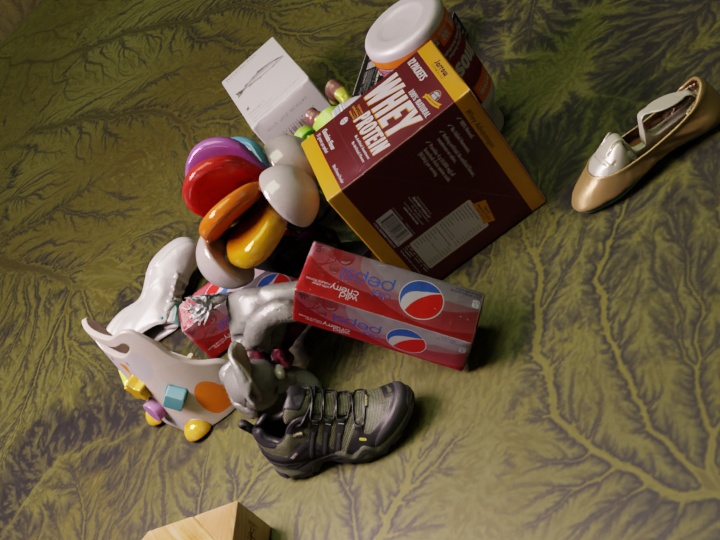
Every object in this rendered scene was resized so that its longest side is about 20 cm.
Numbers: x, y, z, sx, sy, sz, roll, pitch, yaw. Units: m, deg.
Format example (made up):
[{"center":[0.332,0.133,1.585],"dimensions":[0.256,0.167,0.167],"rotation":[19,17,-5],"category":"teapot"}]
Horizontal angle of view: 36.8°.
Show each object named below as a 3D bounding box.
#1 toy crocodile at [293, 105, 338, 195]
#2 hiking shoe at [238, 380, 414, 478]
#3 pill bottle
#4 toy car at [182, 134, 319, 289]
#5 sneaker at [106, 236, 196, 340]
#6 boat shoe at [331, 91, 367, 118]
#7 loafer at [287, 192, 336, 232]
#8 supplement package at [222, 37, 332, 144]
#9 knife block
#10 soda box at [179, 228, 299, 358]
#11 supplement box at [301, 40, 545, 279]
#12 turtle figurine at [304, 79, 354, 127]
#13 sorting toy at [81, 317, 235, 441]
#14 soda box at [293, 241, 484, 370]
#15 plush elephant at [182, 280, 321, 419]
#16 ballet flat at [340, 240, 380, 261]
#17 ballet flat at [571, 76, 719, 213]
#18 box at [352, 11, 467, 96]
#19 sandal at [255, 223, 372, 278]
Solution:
[{"center":[-0.059,-0.131,1.482],"dimensions":[0.067,0.061,0.202],"rotation":[35,124,33],"category":"toy crocodile"},{"center":[-0.037,0.165,1.192],"dimensions":[0.199,0.101,0.076],"rotation":[-27,39,22],"category":"hiking shoe"},{"center":[0.102,-0.246,1.388],"dimensions":[0.112,0.200,0.114],"rotation":[-25,39,23],"category":"pill bottle"},{"center":[-0.147,-0.092,1.309],"dimensions":[0.175,0.150,0.201],"rotation":[-43,22,21],"category":"toy car"},{"center":[-0.287,0.047,1.596],"dimensions":[0.088,0.075,0.201],"rotation":[25,78,39],"category":"sneaker"},{"center":[0.038,-0.165,1.381],"dimensions":[0.071,0.201,0.071],"rotation":[-29,60,15],"category":"boat shoe"},{"center":[-0.122,-0.095,1.451],"dimensions":[0.199,0.063,0.072],"rotation":[5,51,37],"category":"loafer"},{"center":[-0.119,-0.258,1.688],"dimensions":[0.117,0.117,0.200],"rotation":[-41,35,4],"category":"supplement package"},{"center":[-0.160,0.348,1.158],"dimensions":[0.199,0.064,0.177],"rotation":[-23,40,26],"category":"knife block"},{"center":[-0.149,0.028,1.467],"dimensions":[0.199,0.070,0.064],"rotation":[-36,37,8],"category":"soda box"},{"center":[0.075,-0.118,1.285],"dimensions":[0.199,0.197,0.133],"rotation":[-37,38,9],"category":"supplement box"},{"center":[-0.008,-0.192,1.501],"dimensions":[0.161,0.064,0.201],"rotation":[33,101,36],"category":"turtle figurine"},{"center":[-0.272,0.121,1.397],"dimensions":[0.199,0.180,0.107],"rotation":[8,59,48],"category":"sorting toy"},{"center":[0.030,0.040,1.182],"dimensions":[0.198,0.064,0.070],"rotation":[17,57,5],"category":"soda box"},{"center":[-0.108,0.098,1.300],"dimensions":[0.198,0.157,0.165],"rotation":[-6,-6,-9],"category":"plush elephant"},{"center":[0.000,0.000,1.352],"dimensions":[0.071,0.071,0.199],"rotation":[-51,33,-11],"category":"ballet flat"},{"center":[0.308,-0.144,1.203],"dimensions":[0.199,0.063,0.069],"rotation":[-37,35,10],"category":"ballet flat"},{"center":[0.066,-0.276,1.586],"dimensions":[0.159,0.049,0.201],"rotation":[-13,45,32],"category":"box"},{"center":[-0.074,-0.027,1.346],"dimensions":[0.199,0.048,0.075],"rotation":[4,37,40],"category":"sandal"}]
